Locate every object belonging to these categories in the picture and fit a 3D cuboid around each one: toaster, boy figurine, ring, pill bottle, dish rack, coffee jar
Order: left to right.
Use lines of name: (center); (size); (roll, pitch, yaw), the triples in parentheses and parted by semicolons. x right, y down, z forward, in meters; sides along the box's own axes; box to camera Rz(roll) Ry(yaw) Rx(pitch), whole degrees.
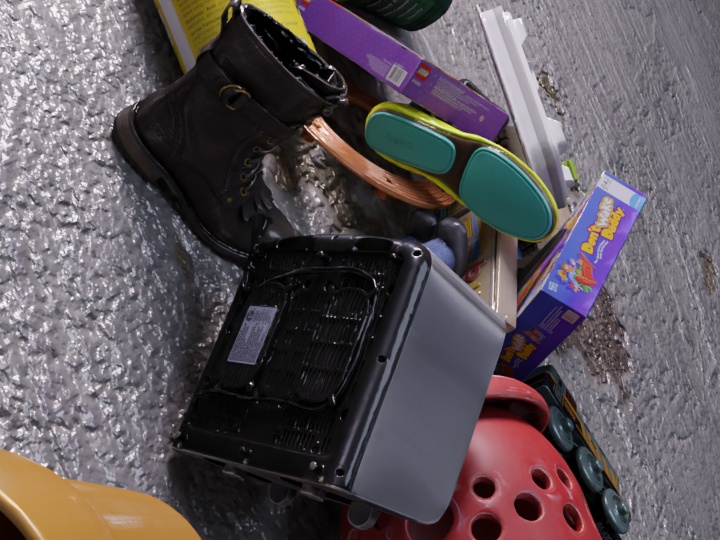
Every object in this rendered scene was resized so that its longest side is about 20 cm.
pill bottle: (-0.109, -0.213, 0.971); (0.111, 0.111, 0.201); (-16, 81, -56)
toaster: (-0.015, 0.067, 0.811); (0.119, 0.180, 0.201); (37, 66, -41)
boy figurine: (0.000, 0.000, 0.988); (0.199, 0.124, 0.065); (-18, 119, -42)
ring: (0.007, -0.122, 1.094); (0.200, 0.019, 0.201); (31, 25, -16)
coffee jar: (0.010, -0.323, 1.226); (0.199, 0.085, 0.105); (1, 67, -52)
dish rack: (0.172, -0.163, 1.186); (0.172, 0.043, 0.201); (48, 24, -67)

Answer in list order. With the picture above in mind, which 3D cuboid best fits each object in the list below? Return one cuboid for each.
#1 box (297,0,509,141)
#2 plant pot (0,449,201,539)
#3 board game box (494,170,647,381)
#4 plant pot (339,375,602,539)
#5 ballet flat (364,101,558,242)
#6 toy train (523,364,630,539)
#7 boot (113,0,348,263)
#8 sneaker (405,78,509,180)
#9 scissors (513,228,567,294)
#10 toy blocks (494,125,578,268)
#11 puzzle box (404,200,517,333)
box: (0.035, -0.198, 1.121); (0.136, 0.039, 0.200); (23, 14, -45)
plant pot: (-0.167, 0.184, 0.583); (0.183, 0.199, 0.201); (8, 61, -69)
board game box: (0.177, 0.016, 1.056); (0.045, 0.200, 0.135); (31, 64, 3)
plant pot: (0.074, 0.190, 0.881); (0.200, 0.200, 0.184); (18, 47, -46)
ballet flat: (0.096, -0.096, 1.041); (0.199, 0.067, 0.067); (31, 26, 14)
toy train: (0.204, 0.189, 1.158); (0.201, 0.085, 0.114); (55, 25, -13)
boot: (-0.075, -0.097, 0.883); (0.200, 0.174, 0.070); (41, 40, -29)
sneaker: (0.113, -0.098, 1.193); (0.070, 0.108, 0.201); (-13, 78, -57)
scissors: (0.122, 0.039, 1.040); (0.014, 0.200, 0.074); (26, 48, -22)
toy blocks: (0.162, -0.082, 1.281); (0.136, 0.100, 0.201); (1, 66, -40)
puzzle box: (0.089, -0.005, 1.080); (0.025, 0.133, 0.201); (34, 43, -29)
